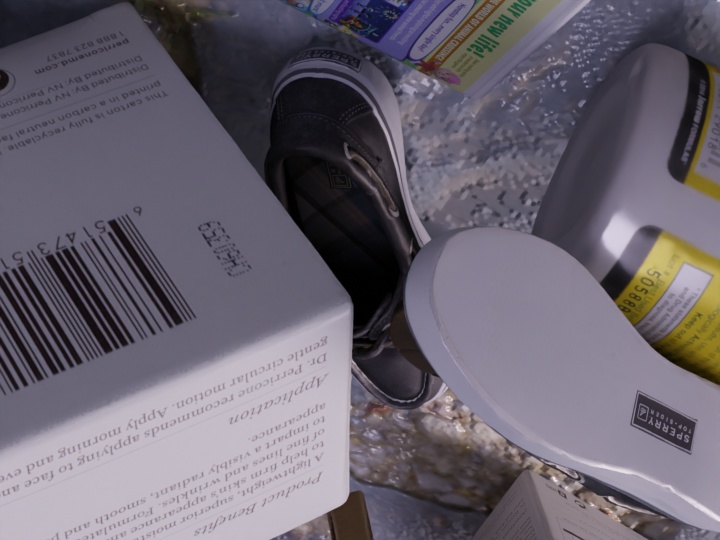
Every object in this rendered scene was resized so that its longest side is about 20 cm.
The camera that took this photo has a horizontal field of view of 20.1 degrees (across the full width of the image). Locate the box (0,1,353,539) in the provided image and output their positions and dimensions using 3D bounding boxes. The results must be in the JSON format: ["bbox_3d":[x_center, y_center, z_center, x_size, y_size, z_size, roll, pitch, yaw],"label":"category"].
[{"bbox_3d":[-0.133,0.025,0.802,0.198,0.200,0.131,-22,142,-22],"label":"box"}]

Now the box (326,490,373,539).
[{"bbox_3d":[0.015,0.228,0.919,0.021,0.201,0.164,-11,137,-1],"label":"box"}]

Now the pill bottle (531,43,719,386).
[{"bbox_3d":[0.175,0.001,0.796,0.199,0.112,0.111,25,137,-8],"label":"pill bottle"}]

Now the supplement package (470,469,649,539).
[{"bbox_3d":[0.105,0.209,0.950,0.119,0.200,0.122,31,106,-15],"label":"supplement package"}]

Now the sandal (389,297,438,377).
[{"bbox_3d":[0.074,0.027,0.867,0.081,0.055,0.200,8,170,29],"label":"sandal"}]

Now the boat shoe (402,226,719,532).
[{"bbox_3d":[0.080,0.048,0.756,0.200,0.069,0.056,34,156,-33],"label":"boat shoe"}]

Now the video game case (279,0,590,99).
[{"bbox_3d":[-0.002,-0.136,0.719,0.181,0.022,0.200,26,162,-9],"label":"video game case"}]

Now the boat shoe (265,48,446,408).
[{"bbox_3d":[0.000,0.000,0.874,0.069,0.066,0.201,4,136,15],"label":"boat shoe"}]
